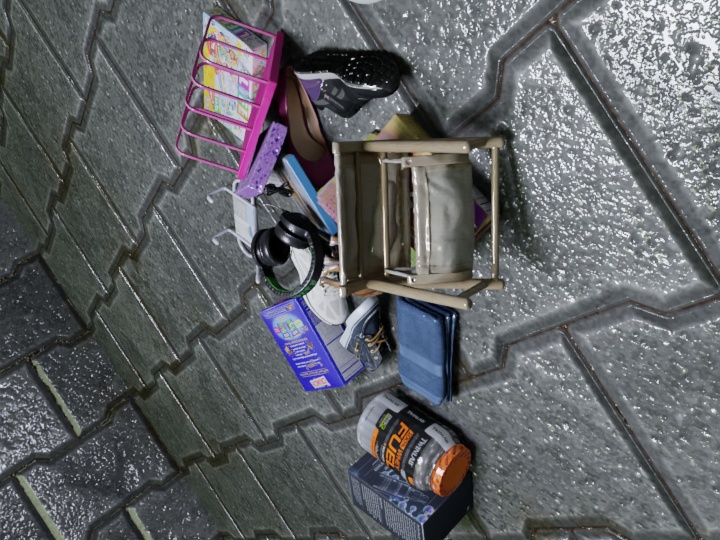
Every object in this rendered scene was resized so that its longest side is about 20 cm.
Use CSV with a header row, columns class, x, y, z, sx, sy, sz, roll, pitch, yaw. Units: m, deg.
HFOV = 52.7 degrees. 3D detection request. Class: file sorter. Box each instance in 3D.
class,x,y,z,sx,sy,sz,roll,pitch,yaw
file sorter,-0.213,-0.280,1.164,0.124,0.140,0.201,15,137,-15

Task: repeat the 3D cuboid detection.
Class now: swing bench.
class,x,y,z,sx,sy,sz,roll,pitch,yaw
swing bench,0.074,-0.068,0.940,0.197,0.129,0.202,5,103,31

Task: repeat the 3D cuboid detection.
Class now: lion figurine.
class,x,y,z,sx,sy,sz,roll,pitch,yaw
lion figurine,0.000,0.000,1.174,0.121,0.074,0.200,12,173,-4

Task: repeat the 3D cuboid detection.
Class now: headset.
class,x,y,z,sx,sy,sz,roll,pitch,yaw
headset,-0.117,-0.053,1.193,0.123,0.093,0.202,-32,71,31

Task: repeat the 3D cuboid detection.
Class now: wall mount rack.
class,x,y,z,sx,sy,sz,roll,pitch,yaw
wall mount rack,-0.241,-0.078,1.492,0.173,0.074,0.202,35,142,29

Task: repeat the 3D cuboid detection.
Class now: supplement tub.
class,x,y,z,sx,sy,sz,roll,pitch,yaw
supplement tub,0.099,0.323,1.349,0.199,0.122,0.124,27,137,36

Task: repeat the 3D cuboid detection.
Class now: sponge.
class,x,y,z,sx,sy,sz,roll,pitch,yaw
sponge,-0.170,-0.181,1.221,0.029,0.113,0.200,22,176,-15

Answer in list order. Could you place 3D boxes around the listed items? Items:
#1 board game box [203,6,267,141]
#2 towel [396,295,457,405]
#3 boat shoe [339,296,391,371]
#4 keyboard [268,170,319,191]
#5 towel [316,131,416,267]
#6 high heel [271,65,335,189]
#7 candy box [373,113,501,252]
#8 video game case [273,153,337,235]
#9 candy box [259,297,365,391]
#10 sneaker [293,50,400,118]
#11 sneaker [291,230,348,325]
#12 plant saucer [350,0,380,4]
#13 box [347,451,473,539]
class,x,y,z,sx,sy,sz,roll,pitch,yaw
board game box,-0.225,-0.341,1.289,0.134,0.034,0.201,40,143,23
towel,0.111,0.132,1.242,0.111,0.048,0.202,28,138,36
boat shoe,0.022,0.116,1.323,0.091,0.071,0.201,44,157,11
keyboard,-0.140,-0.169,1.345,0.199,0.011,0.057,18,131,44
towel,0.038,-0.098,1.097,0.200,0.023,0.144,46,102,15
high heel,-0.089,-0.227,1.175,0.202,0.067,0.096,58,157,4
candy box,0.088,-0.108,1.025,0.117,0.056,0.201,-45,77,26
video game case,-0.101,-0.134,1.234,0.144,0.018,0.200,58,171,-17
candy box,-0.099,0.142,1.494,0.168,0.077,0.202,-20,100,55
sneaker,-0.007,-0.265,1.060,0.199,0.076,0.088,24,150,44
sneaker,-0.069,0.012,1.326,0.203,0.075,0.115,64,162,-8
plant saucer,0.003,-0.440,0.901,0.199,0.050,0.202,32,139,33
box,0.096,0.426,1.415,0.199,0.148,0.108,25,136,38
